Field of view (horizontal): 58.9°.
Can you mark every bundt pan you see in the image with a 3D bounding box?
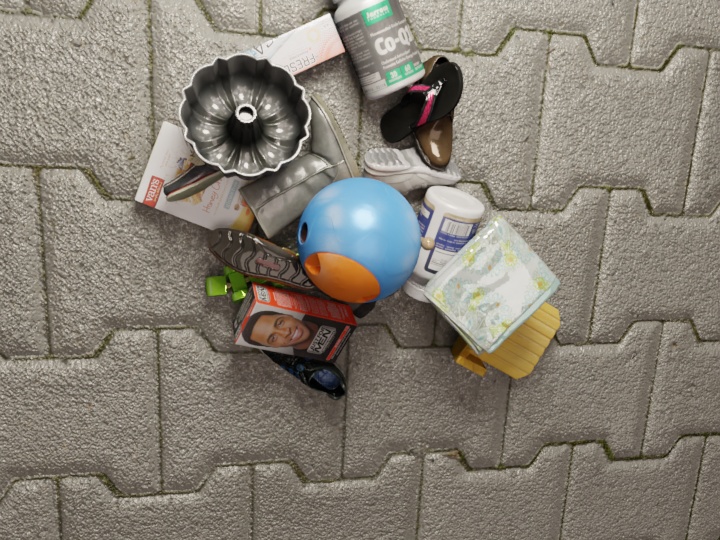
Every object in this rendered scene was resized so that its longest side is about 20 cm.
[{"bbox_3d":[-0.180,-0.229,0.997,0.200,0.076,0.203,3,77,-11],"label":"bundt pan"}]

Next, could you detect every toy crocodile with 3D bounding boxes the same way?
[{"bbox_3d":[-0.183,0.011,1.158,0.199,0.062,0.068,-19,81,-14],"label":"toy crocodile"}]

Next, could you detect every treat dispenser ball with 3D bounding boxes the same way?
[{"bbox_3d":[-0.003,-0.048,1.028,0.199,0.201,0.202,-3,105,-13],"label":"treat dispenser ball"}]

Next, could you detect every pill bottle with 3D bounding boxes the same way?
[{"bbox_3d":[0.024,-0.403,1.074,0.113,0.113,0.201,-27,109,-6],"label":"pill bottle"},{"bbox_3d":[0.145,-0.045,1.184,0.110,0.111,0.201,10,117,-16],"label":"pill bottle"}]

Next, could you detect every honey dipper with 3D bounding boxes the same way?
[{"bbox_3d":[0.084,-0.063,1.127,0.038,0.200,0.038,-5,106,-19],"label":"honey dipper"}]

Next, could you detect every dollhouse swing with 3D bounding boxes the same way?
[{"bbox_3d":[0.304,0.125,1.255,0.175,0.182,0.201,31,95,2],"label":"dollhouse swing"}]

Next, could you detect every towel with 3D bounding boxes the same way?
[{"bbox_3d":[0.231,0.031,1.131,0.200,0.048,0.171,-44,103,1],"label":"towel"}]

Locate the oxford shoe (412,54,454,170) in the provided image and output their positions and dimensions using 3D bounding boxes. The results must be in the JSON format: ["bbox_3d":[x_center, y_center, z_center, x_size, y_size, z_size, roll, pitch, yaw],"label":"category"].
[{"bbox_3d":[0.134,-0.280,1.124,0.072,0.084,0.202,-6,91,-16],"label":"oxford shoe"}]

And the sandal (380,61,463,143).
[{"bbox_3d":[0.097,-0.279,1.091,0.045,0.200,0.076,-16,79,-45],"label":"sandal"}]

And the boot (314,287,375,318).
[{"bbox_3d":[0.000,0.000,1.159,0.131,0.070,0.200,32,121,-20],"label":"boot"}]

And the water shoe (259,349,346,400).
[{"bbox_3d":[-0.104,0.173,1.206,0.199,0.079,0.072,33,94,-19],"label":"water shoe"}]

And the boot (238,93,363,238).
[{"bbox_3d":[-0.114,-0.175,1.075,0.199,0.073,0.183,-25,98,2],"label":"boot"}]

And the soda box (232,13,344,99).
[{"bbox_3d":[-0.130,-0.358,1.075,0.199,0.064,0.069,-27,109,-6],"label":"soda box"}]

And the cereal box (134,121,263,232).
[{"bbox_3d":[-0.269,-0.152,1.105,0.199,0.040,0.145,20,97,-18],"label":"cereal box"}]

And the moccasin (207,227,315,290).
[{"bbox_3d":[-0.165,-0.022,1.103,0.200,0.078,0.074,15,89,-13],"label":"moccasin"}]

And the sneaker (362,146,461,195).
[{"bbox_3d":[0.091,-0.180,1.183,0.199,0.075,0.082,2,140,-20],"label":"sneaker"}]

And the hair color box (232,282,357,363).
[{"bbox_3d":[-0.117,0.096,1.143,0.199,0.061,0.102,15,120,-27],"label":"hair color box"}]

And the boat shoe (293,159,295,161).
[{"bbox_3d":[-0.050,-0.125,1.148,0.199,0.071,0.091,21,97,-17],"label":"boat shoe"}]

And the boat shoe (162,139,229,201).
[{"bbox_3d":[-0.241,-0.182,1.048,0.199,0.071,0.063,-34,97,-11],"label":"boat shoe"}]
